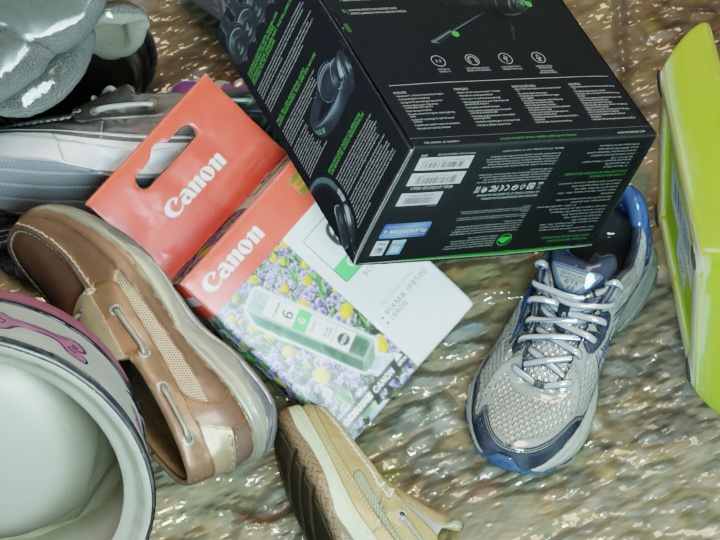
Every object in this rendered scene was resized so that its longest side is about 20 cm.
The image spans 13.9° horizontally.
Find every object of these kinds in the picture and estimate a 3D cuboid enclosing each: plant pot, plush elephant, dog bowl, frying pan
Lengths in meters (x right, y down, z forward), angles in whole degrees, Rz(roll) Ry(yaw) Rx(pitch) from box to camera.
[{"bbox_3d":[0.269,-0.034,1.693,0.181,0.199,0.200,-6,53,0],"label":"plant pot"},{"bbox_3d":[-0.203,-0.176,1.747,0.199,0.155,0.165,-22,95,-6],"label":"plush elephant"},{"bbox_3d":[-0.205,0.096,1.578,0.199,0.201,0.074,4,34,1],"label":"dog bowl"},{"bbox_3d":[-0.215,-0.105,1.826,0.190,0.031,0.115,-25,52,-9],"label":"frying pan"}]

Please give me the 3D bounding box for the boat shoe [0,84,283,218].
[{"bbox_3d":[-0.139,-0.073,1.741,0.199,0.072,0.071,1,58,2],"label":"boat shoe"}]

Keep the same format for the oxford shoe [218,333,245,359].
[{"bbox_3d":[0.000,0.000,1.744,0.199,0.071,0.074,-18,79,-15],"label":"oxford shoe"}]

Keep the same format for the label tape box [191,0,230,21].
[{"bbox_3d":[-0.032,-0.206,1.846,0.144,0.063,0.200,-26,35,-21],"label":"label tape box"}]

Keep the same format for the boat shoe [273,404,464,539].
[{"bbox_3d":[0.022,0.153,1.613,0.076,0.072,0.200,-23,69,-15],"label":"boat shoe"}]

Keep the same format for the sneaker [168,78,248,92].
[{"bbox_3d":[-0.051,-0.109,1.813,0.114,0.073,0.200,31,57,23],"label":"sneaker"}]

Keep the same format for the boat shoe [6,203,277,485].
[{"bbox_3d":[-0.134,0.041,1.642,0.072,0.076,0.200,-35,65,-31],"label":"boat shoe"}]

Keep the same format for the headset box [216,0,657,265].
[{"bbox_3d":[0.037,-0.110,1.663,0.174,0.093,0.200,-5,49,-35],"label":"headset box"}]

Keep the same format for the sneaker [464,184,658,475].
[{"bbox_3d":[0.116,0.027,1.704,0.077,0.085,0.200,19,54,12],"label":"sneaker"}]

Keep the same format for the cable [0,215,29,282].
[{"bbox_3d":[-0.191,0.029,1.710,0.163,0.051,0.200,-25,56,-23],"label":"cable"}]

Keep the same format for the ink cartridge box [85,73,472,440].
[{"bbox_3d":[-0.046,-0.008,1.670,0.200,0.050,0.109,43,81,-8],"label":"ink cartridge box"}]
